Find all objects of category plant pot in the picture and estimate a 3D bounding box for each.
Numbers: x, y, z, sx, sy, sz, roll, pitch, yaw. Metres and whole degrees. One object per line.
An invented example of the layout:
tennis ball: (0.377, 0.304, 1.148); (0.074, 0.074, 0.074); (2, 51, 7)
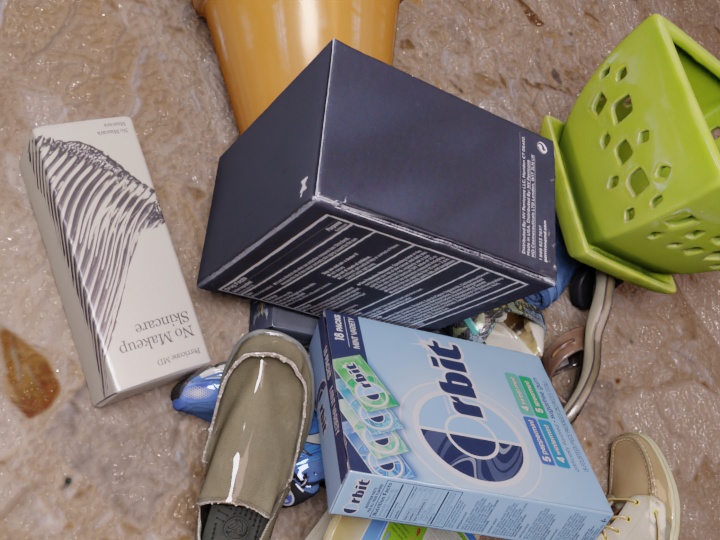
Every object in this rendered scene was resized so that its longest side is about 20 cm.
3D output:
plant pot: (-0.048, -0.199, 0.706); (0.198, 0.199, 0.187); (-5, 92, -34)
plant pot: (0.301, -0.097, 0.812); (0.197, 0.181, 0.203); (16, 54, -37)

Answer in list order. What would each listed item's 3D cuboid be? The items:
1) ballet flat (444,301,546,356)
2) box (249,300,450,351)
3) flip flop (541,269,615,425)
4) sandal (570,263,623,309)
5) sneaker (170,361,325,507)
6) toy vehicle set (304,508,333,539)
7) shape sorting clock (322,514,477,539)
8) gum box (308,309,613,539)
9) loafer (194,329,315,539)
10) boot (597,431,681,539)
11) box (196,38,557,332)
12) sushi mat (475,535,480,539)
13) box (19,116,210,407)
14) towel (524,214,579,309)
ballet flat: (0.135, 0.063, 0.756); (0.199, 0.073, 0.076); (19, 61, -53)
box: (0.000, 0.000, 0.740); (0.197, 0.051, 0.160); (14, 66, -30)
flip flop: (0.224, 0.084, 0.848); (0.057, 0.081, 0.203); (16, 69, 12)
sandal: (0.306, -0.026, 0.946); (0.199, 0.045, 0.076); (-32, 123, -24)
sneaker: (-0.059, 0.136, 0.638); (0.198, 0.078, 0.090); (27, 58, -23)
toy vehicle set: (0.022, 0.210, 0.658); (0.200, 0.026, 0.126); (-47, 133, -35)
shape sorting clock: (0.028, 0.231, 0.615); (0.199, 0.039, 0.204); (-6, 98, -51)
gum box: (0.066, 0.115, 0.600); (0.197, 0.045, 0.171); (14, 31, -18)
loafer: (-0.076, 0.143, 0.570); (0.074, 0.070, 0.203); (9, 102, -5)
boot: (0.241, 0.256, 0.798); (0.153, 0.072, 0.203); (13, 67, -26)
box: (0.009, -0.043, 0.605); (0.196, 0.199, 0.125); (16, 65, -29)
sushi mat: (0.122, 0.186, 0.749); (0.200, 0.012, 0.097); (-44, 132, -37)
box: (-0.188, -0.008, 0.609); (0.081, 0.068, 0.203); (-17, 83, -36)
towel: (0.217, -0.059, 0.905); (0.112, 0.048, 0.201); (46, 55, -12)
